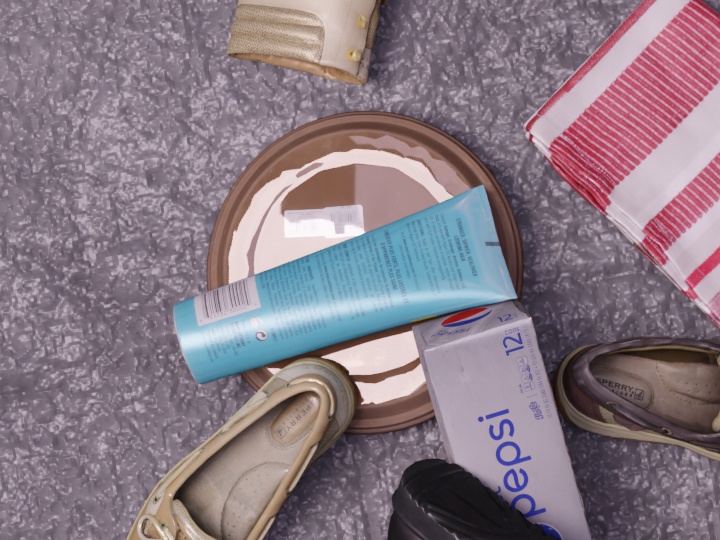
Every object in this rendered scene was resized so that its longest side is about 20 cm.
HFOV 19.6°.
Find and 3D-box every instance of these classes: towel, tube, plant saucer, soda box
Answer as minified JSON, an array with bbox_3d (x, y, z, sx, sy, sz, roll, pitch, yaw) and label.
[{"bbox_3d":[0.218,-0.069,1.299,0.200,0.023,0.144,44,85,5],"label":"towel"},{"bbox_3d":[-0.011,0.013,1.239,0.199,0.050,0.078,-18,68,6],"label":"tube"},{"bbox_3d":[0.000,0.000,1.276,0.199,0.029,0.201,-1,85,10],"label":"plant saucer"},{"bbox_3d":[0.090,0.122,1.231,0.068,0.063,0.201,-17,103,-1],"label":"soda box"}]

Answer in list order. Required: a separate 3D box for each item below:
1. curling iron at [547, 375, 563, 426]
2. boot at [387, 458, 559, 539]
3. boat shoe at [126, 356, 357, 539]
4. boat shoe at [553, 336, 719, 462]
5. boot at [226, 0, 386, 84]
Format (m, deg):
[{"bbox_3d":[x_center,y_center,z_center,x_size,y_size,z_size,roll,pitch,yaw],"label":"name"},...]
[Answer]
[{"bbox_3d":[0.077,0.019,1.288,0.049,0.026,0.201,-17,84,-4],"label":"curling iron"},{"bbox_3d":[0.068,0.219,1.185,0.198,0.073,0.163,39,129,30],"label":"boot"},{"bbox_3d":[-0.080,0.136,1.243,0.073,0.063,0.201,45,102,3],"label":"boat shoe"},{"bbox_3d":[0.219,0.079,1.257,0.199,0.065,0.074,3,81,-5],"label":"boat shoe"},{"bbox_3d":[0.020,-0.190,1.287,0.199,0.073,0.156,6,84,3],"label":"boot"}]
